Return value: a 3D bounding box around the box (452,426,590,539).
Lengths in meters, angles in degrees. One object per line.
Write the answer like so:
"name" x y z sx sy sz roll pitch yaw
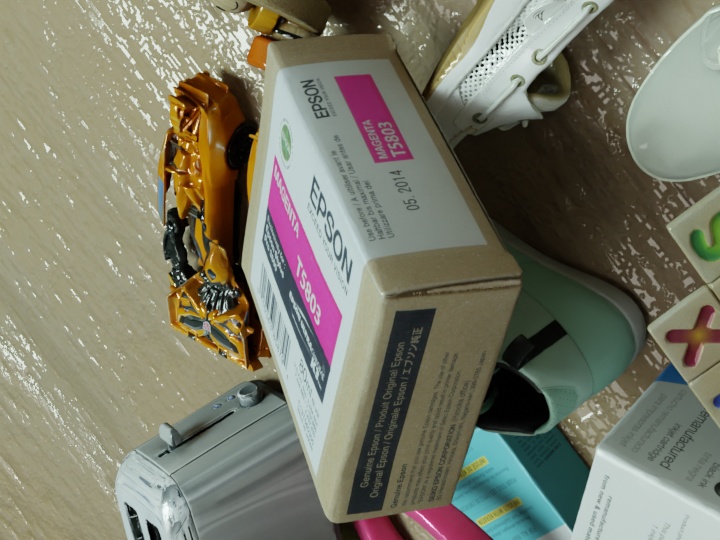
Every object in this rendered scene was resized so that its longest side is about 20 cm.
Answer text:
"box" 0.127 0.179 0.853 0.201 0.049 0.082 53 134 3

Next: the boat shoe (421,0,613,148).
"boat shoe" 0.078 -0.105 0.724 0.069 0.071 0.200 29 144 -5

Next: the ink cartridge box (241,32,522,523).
"ink cartridge box" 0.000 0.000 0.714 0.201 0.074 0.166 -114 25 -43

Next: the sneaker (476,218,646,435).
"sneaker" 0.050 0.024 0.783 0.199 0.118 0.074 22 127 29

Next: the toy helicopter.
"toy helicopter" -0.102 -0.177 0.802 0.199 0.131 0.080 28 100 46

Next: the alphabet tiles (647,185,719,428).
"alphabet tiles" 0.236 0.004 0.607 0.199 0.006 0.167 -37 106 10

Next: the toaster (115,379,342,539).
"toaster" -0.087 0.186 0.959 0.113 0.128 0.202 22 129 54

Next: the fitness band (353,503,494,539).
"fitness band" 0.043 0.180 0.877 0.144 0.037 0.200 56 160 -6

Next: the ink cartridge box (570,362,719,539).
"ink cartridge box" 0.226 0.130 0.681 0.199 0.146 0.085 26 126 24

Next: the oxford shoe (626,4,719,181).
"oxford shoe" 0.198 -0.098 0.642 0.199 0.058 0.076 -30 95 45

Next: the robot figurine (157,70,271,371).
"robot figurine" -0.084 -0.022 0.906 0.144 0.058 0.202 25 126 27
